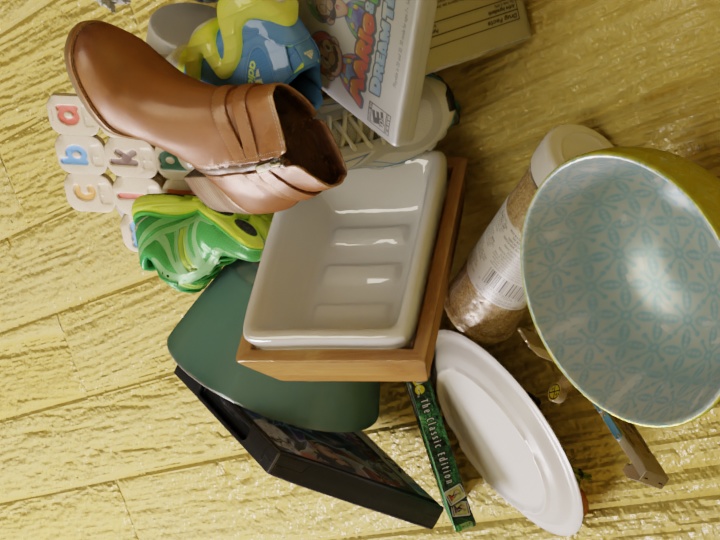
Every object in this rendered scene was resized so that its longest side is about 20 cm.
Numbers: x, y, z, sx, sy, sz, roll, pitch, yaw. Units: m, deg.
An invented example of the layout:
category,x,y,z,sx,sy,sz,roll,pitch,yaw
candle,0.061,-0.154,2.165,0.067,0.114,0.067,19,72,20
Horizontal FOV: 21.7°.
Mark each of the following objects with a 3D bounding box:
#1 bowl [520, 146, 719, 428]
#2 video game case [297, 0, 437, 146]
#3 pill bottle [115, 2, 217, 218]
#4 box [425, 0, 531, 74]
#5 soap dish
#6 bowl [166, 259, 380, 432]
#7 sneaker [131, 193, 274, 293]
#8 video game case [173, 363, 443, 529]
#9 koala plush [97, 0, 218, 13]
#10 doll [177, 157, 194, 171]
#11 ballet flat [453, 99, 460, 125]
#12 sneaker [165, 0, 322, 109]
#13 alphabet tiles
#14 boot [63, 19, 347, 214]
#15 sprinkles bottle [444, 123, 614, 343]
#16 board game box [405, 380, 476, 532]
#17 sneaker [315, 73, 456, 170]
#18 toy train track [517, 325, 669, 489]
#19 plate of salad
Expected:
category,x,y,z,sx,sy,sz,roll,pitch,yaw
bowl,0.219,-0.001,1.331,0.199,0.107,0.202,25,126,40
video game case,-0.011,-0.218,1.362,0.182,0.024,0.201,40,137,35
pill bottle,-0.162,-0.137,1.722,0.112,0.112,0.201,38,134,32
box,0.031,-0.253,1.420,0.108,0.127,0.202,0,107,51
soap dish,0.000,0.000,1.497,0.156,0.201,0.082,-2,142,21
bowl,-0.060,0.049,1.651,0.200,0.200,0.106,32,107,37
sneaker,-0.129,-0.022,1.608,0.199,0.073,0.085,8,98,55
video game case,-0.045,0.148,1.639,0.026,0.199,0.181,-59,40,8
koala plush,-0.187,-0.299,1.601,0.178,0.199,0.184,49,139,21
doll,-0.062,-0.098,1.598,0.198,0.049,0.138,7,126,16
ballet flat,-0.014,-0.155,1.526,0.199,0.064,0.067,33,167,8
sneaker,-0.089,-0.141,1.428,0.106,0.075,0.200,57,151,7
alphabet tiles,-0.179,-0.102,1.670,0.194,0.015,0.202,3,125,16
boot,-0.108,-0.119,1.359,0.200,0.074,0.154,41,155,-27
sprinkles bottle,0.131,-0.026,1.458,0.068,0.068,0.201,52,140,19
board game box,0.055,0.116,1.613,0.105,0.023,0.202,-135,27,-82
sneaker,-0.022,-0.103,1.466,0.198,0.087,0.076,-16,96,18
toy train track,0.172,0.101,1.403,0.033,0.114,0.200,-56,33,19
plate of salad,0.124,0.129,1.551,0.200,0.048,0.201,49,160,24
